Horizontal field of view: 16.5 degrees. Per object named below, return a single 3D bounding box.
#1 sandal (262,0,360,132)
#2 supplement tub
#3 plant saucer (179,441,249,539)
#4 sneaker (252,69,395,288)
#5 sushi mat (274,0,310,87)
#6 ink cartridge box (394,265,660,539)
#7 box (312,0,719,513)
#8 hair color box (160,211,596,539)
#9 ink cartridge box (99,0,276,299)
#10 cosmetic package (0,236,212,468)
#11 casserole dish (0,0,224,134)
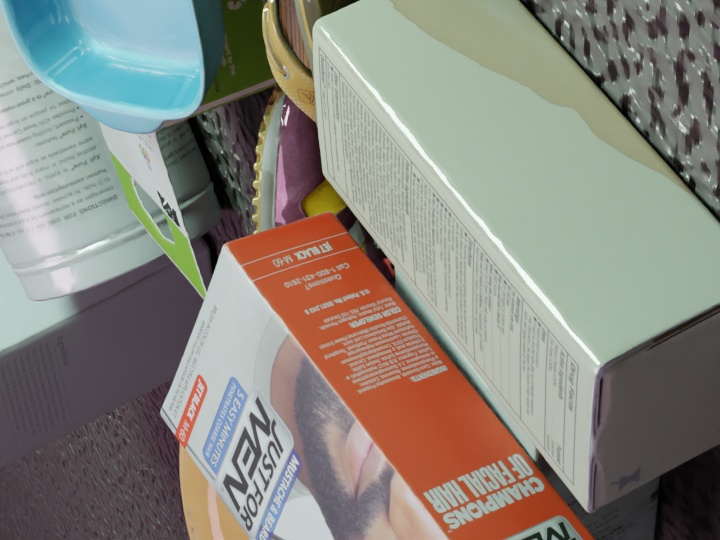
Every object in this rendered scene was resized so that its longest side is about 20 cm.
[{"bbox_3d":[-0.010,-0.099,1.032,0.054,0.081,0.201,18,146,22],"label":"sandal"},{"bbox_3d":[-0.174,-0.098,1.437,0.201,0.131,0.132,69,162,-11],"label":"supplement tub"},{"bbox_3d":[-0.025,0.118,1.138,0.200,0.032,0.202,25,123,45],"label":"plant saucer"},{"bbox_3d":[0.000,0.000,1.173,0.075,0.089,0.202,-74,-19,-68],"label":"sneaker"},{"bbox_3d":[-0.019,-0.106,1.173,0.096,0.012,0.201,53,159,30],"label":"sushi mat"},{"bbox_3d":[0.071,0.068,1.062,0.116,0.066,0.201,52,159,33],"label":"ink cartridge box"},{"bbox_3d":[0.064,-0.018,0.943,0.200,0.077,0.095,53,159,33],"label":"box"},{"bbox_3d":[0.005,0.088,1.006,0.200,0.064,0.111,50,138,26],"label":"hair color box"},{"bbox_3d":[-0.094,-0.105,1.262,0.148,0.075,0.201,44,153,59],"label":"ink cartridge box"},{"bbox_3d":[-0.222,-0.004,1.592,0.200,0.199,0.123,53,162,32],"label":"cosmetic package"},{"bbox_3d":[-0.117,-0.156,1.107,0.120,0.039,0.201,13,130,33],"label":"casserole dish"}]
